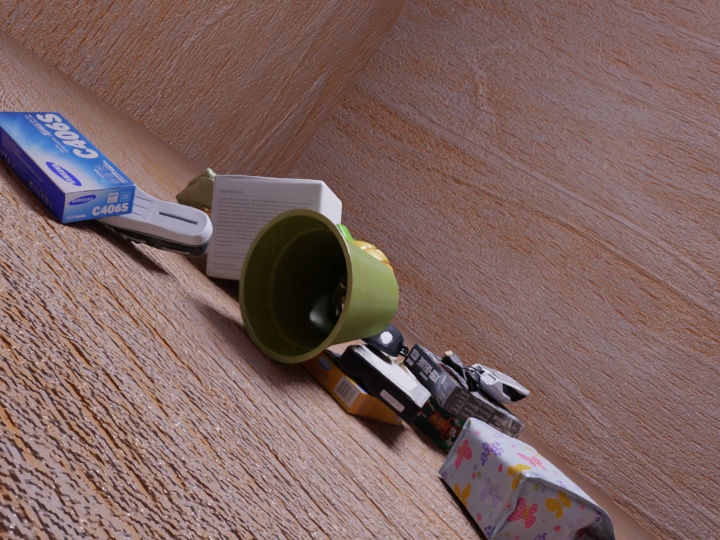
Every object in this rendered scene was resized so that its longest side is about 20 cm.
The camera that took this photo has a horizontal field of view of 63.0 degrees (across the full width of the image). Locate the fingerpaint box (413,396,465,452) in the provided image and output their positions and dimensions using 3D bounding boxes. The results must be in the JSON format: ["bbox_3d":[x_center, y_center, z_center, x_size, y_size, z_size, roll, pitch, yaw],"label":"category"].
[{"bbox_3d":[0.203,0.313,1.137,0.166,0.074,0.200,38,4,21],"label":"fingerpaint box"}]

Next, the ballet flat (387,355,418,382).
[{"bbox_3d":[0.066,0.208,1.221,0.068,0.063,0.200,36,2,-42],"label":"ballet flat"}]

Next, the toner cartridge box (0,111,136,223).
[{"bbox_3d":[-0.382,-0.137,0.747,0.199,0.044,0.094,39,33,24],"label":"toner cartridge box"}]

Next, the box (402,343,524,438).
[{"bbox_3d":[0.190,0.228,1.089,0.199,0.050,0.158,34,5,-30],"label":"box"}]

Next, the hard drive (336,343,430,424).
[{"bbox_3d":[0.044,0.171,0.927,0.139,0.038,0.200,39,1,13],"label":"hard drive"}]

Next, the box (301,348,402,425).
[{"bbox_3d":[0.002,0.186,0.933,0.119,0.042,0.199,39,4,34],"label":"box"}]

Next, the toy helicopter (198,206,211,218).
[{"bbox_3d":[-0.305,-0.104,1.259,0.198,0.134,0.079,7,-32,43],"label":"toy helicopter"}]

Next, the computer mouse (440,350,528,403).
[{"bbox_3d":[0.232,0.206,1.068,0.198,0.044,0.109,26,6,-33],"label":"computer mouse"}]

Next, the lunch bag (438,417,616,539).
[{"bbox_3d":[0.235,0.321,0.824,0.198,0.129,0.169,26,4,-22],"label":"lunch bag"}]

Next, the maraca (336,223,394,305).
[{"bbox_3d":[0.000,0.000,1.034,0.138,0.106,0.202,56,10,-44],"label":"maraca"}]

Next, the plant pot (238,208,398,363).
[{"bbox_3d":[-0.041,0.031,0.850,0.199,0.202,0.189,38,14,32],"label":"plant pot"}]

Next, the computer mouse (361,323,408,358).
[{"bbox_3d":[0.021,0.102,1.030,0.139,0.047,0.200,28,-3,15],"label":"computer mouse"}]

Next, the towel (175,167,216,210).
[{"bbox_3d":[-0.315,-0.134,1.347,0.199,0.147,0.037,41,43,-24],"label":"towel"}]

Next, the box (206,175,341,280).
[{"bbox_3d":[-0.144,-0.063,1.045,0.195,0.175,0.199,5,-2,7],"label":"box"}]

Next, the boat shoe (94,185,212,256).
[{"bbox_3d":[-0.300,-0.064,0.799,0.197,0.073,0.071,21,-42,-1],"label":"boat shoe"}]
